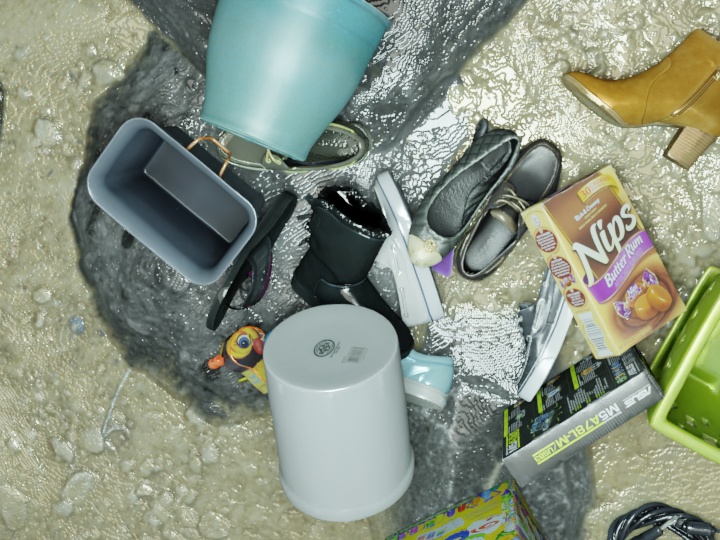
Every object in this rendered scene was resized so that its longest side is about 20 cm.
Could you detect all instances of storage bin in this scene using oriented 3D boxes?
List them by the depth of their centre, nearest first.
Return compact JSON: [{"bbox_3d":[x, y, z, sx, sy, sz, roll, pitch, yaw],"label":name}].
[{"bbox_3d":[-0.209,-0.103,1.303,0.200,0.134,0.146,39,106,-2],"label":"storage bin"}]

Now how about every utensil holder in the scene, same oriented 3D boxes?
[{"bbox_3d":[-0.026,0.165,1.248,0.169,0.170,0.201,-2,125,7],"label":"utensil holder"}]

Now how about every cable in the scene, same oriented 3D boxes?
[{"bbox_3d":[0.388,0.406,1.370,0.162,0.051,0.201,12,102,5],"label":"cable"}]

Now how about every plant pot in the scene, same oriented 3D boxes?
[{"bbox_3d":[-0.091,-0.235,1.219,0.199,0.200,0.189,21,93,3],"label":"plant pot"},{"bbox_3d":[0.457,0.116,1.242,0.198,0.182,0.201,26,102,1],"label":"plant pot"}]

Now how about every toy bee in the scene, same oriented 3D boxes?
[{"bbox_3d":[-0.138,0.114,1.353,0.200,0.109,0.131,44,147,16],"label":"toy bee"}]

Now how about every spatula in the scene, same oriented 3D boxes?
[{"bbox_3d":[0.124,-0.093,1.318,0.020,0.056,0.201,16,96,-31],"label":"spatula"}]

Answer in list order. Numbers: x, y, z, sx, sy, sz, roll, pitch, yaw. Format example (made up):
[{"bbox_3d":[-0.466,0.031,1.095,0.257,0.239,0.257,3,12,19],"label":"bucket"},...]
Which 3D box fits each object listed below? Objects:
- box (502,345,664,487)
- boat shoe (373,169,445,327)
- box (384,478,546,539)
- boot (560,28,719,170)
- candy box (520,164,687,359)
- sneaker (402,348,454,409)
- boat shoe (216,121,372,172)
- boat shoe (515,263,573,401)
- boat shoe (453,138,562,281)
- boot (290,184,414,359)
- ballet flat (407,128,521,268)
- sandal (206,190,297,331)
[{"bbox_3d":[0.259,0.161,1.264,0.193,0.200,0.048,-37,93,11],"label":"box"},{"bbox_3d":[0.046,-0.023,1.321,0.065,0.074,0.201,-19,97,6],"label":"boat shoe"},{"bbox_3d":[0.133,0.388,1.325,0.199,0.193,0.122,-27,96,11],"label":"box"},{"bbox_3d":[0.355,-0.228,1.255,0.201,0.071,0.144,32,96,-3],"label":"boot"},{"bbox_3d":[0.290,-0.010,1.257,0.116,0.056,0.201,-29,90,-22],"label":"candy box"},{"bbox_3d":[0.027,0.110,1.360,0.199,0.074,0.082,21,72,8],"label":"sneaker"},{"bbox_3d":[-0.087,-0.158,1.318,0.200,0.060,0.073,1,101,7],"label":"boat shoe"},{"bbox_3d":[0.226,0.062,1.315,0.067,0.072,0.201,22,97,9],"label":"boat shoe"},{"bbox_3d":[0.185,-0.067,1.295,0.074,0.073,0.201,30,103,0],"label":"boat shoe"},{"bbox_3d":[0.001,0.000,1.286,0.198,0.073,0.163,38,134,18],"label":"boot"},{"bbox_3d":[0.120,-0.090,1.266,0.066,0.057,0.200,36,86,-9],"label":"ballet flat"},{"bbox_3d":[-0.126,-0.008,1.310,0.048,0.075,0.201,30,76,7],"label":"sandal"}]
